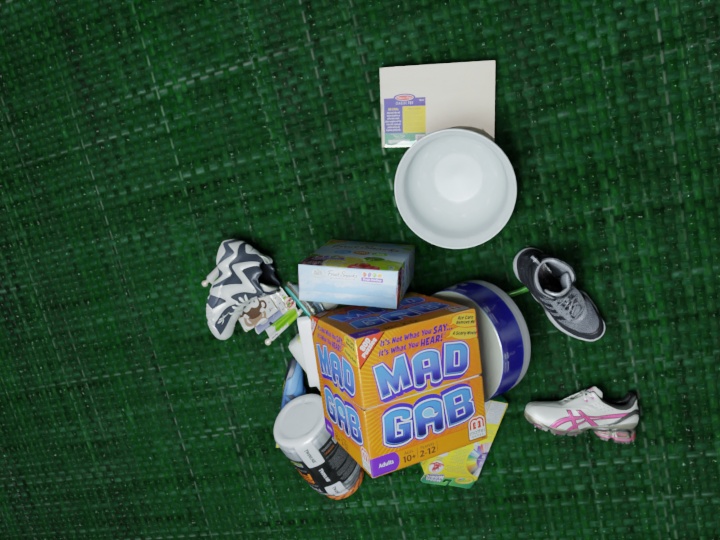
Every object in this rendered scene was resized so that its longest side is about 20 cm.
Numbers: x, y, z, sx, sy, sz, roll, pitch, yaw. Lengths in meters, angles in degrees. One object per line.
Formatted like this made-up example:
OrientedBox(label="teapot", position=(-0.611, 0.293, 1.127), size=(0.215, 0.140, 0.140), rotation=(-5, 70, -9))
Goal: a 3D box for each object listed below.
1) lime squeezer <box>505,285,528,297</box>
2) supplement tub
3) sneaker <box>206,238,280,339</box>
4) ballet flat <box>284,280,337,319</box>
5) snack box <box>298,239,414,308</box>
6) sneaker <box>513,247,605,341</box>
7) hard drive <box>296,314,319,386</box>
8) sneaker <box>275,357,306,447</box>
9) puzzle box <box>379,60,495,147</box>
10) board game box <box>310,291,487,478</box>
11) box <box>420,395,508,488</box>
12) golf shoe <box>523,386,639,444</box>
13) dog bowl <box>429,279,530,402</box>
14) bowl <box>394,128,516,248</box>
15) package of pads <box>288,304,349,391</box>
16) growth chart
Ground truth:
OrientedBox(label="lime squeezer", position=(0.220, 0.085, 1.085), size=(0.070, 0.038, 0.201), rotation=(26, 111, -27))
OrientedBox(label="supplement tub", position=(-0.073, 0.343, 1.146), size=(0.120, 0.124, 0.202), rotation=(-16, 125, 17))
OrientedBox(label="sneaker", position=(-0.215, 0.050, 1.138), size=(0.127, 0.079, 0.203), rotation=(17, 98, 20))
OrientedBox(label="ballet flat", position=(-0.052, 0.088, 1.045), size=(0.074, 0.074, 0.201), rotation=(-33, 95, 19))
OrientedBox(label="snack box", position=(0.000, 0.000, 1.025), size=(0.165, 0.200, 0.069), rotation=(4, 104, 11))
OrientedBox(label="sneaker", position=(0.337, 0.046, 0.990), size=(0.075, 0.114, 0.200), rotation=(-44, 89, 5))
OrientedBox(label="hard drive", position=(-0.009, 0.136, 1.085), size=(0.196, 0.026, 0.135), rotation=(-8, 99, 13))
OrientedBox(label="sneaker", position=(-0.125, 0.272, 1.205), size=(0.077, 0.066, 0.204), rotation=(7, 105, -4))
OrientedBox(label="puzzle box", position=(0.130, -0.281, 1.013), size=(0.196, 0.025, 0.136), rotation=(2, 105, 14))
OrientedBox(label="board game box", position=(0.054, 0.163, 0.935), size=(0.196, 0.199, 0.204), rotation=(-11, 100, -22))
OrientedBox(label="box", position=(0.187, 0.315, 1.119), size=(0.115, 0.048, 0.204), rotation=(13, 106, -15))
OrientedBox(label="golf shoe", position=(0.391, 0.245, 1.059), size=(0.195, 0.073, 0.094), rotation=(5, 99, 3))
OrientedBox(label="dog bowl", position=(0.187, 0.123, 1.022), size=(0.198, 0.078, 0.204), rotation=(19, 116, 46))
OrientedBox(label="bowl", position=(0.160, -0.147, 0.995), size=(0.197, 0.091, 0.205), rotation=(7, 118, 12))
OrientedBox(label="package of pads", position=(-0.027, 0.175, 1.148), size=(0.154, 0.068, 0.201), rotation=(-36, 92, 18))
OrientedBox(label="growth chart", position=(-0.217, 0.054, 1.193), size=(0.200, 0.018, 0.145), rotation=(43, 111, 2))
